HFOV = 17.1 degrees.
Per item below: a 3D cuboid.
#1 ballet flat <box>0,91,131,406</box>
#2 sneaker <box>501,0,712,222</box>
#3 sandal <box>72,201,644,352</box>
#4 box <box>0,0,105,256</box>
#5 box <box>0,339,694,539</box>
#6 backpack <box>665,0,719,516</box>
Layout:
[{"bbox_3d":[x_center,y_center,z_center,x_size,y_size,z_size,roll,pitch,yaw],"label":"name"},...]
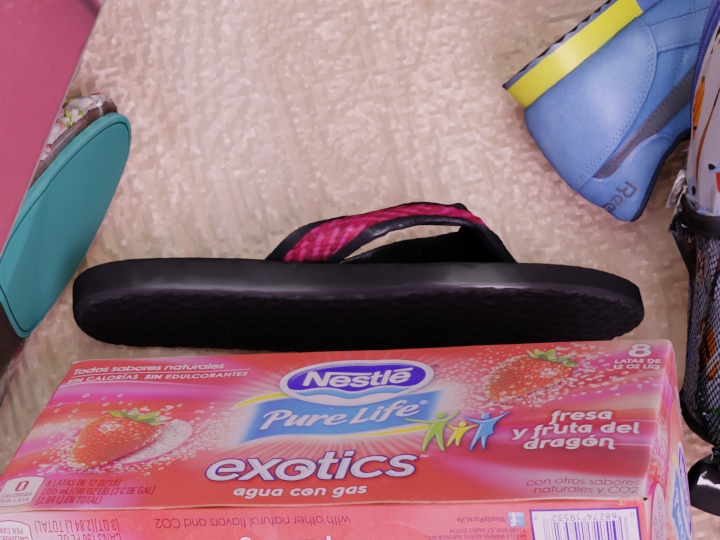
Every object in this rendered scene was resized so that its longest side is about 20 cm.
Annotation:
[{"bbox_3d":[-0.144,0.016,0.818,0.064,0.076,0.201,17,63,13],"label":"ballet flat"},{"bbox_3d":[0.146,-0.093,0.893,0.200,0.066,0.079,-38,88,-19],"label":"sneaker"},{"bbox_3d":[0.000,0.000,0.832,0.199,0.075,0.045,2,66,0],"label":"sandal"},{"bbox_3d":[-0.178,-0.064,0.790,0.127,0.109,0.201,-9,50,36],"label":"box"},{"bbox_3d":[-0.001,0.089,0.732,0.199,0.103,0.095,-3,26,15],"label":"box"},{"bbox_3d":[0.192,-0.028,0.792,0.199,0.154,0.192,-2,106,-9],"label":"backpack"}]
